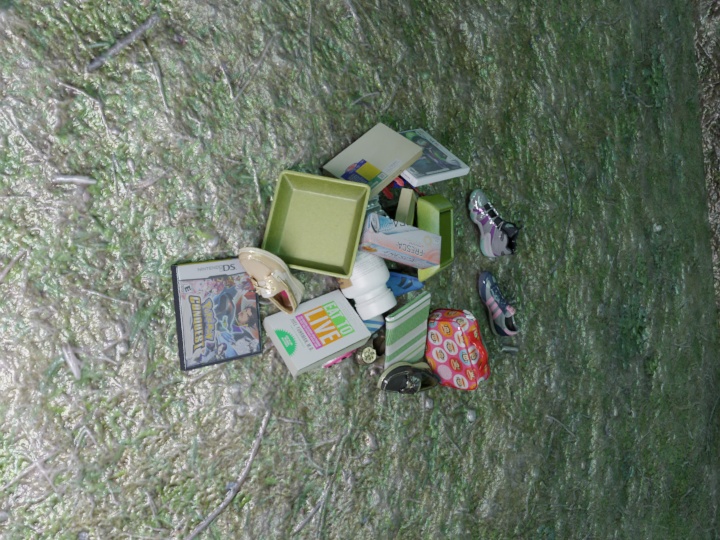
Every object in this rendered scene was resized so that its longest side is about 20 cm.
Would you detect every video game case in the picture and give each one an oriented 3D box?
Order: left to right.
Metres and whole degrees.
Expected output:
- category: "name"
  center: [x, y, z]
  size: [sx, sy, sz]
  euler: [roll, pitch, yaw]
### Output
- category: "video game case"
  center: [-0.277, 0.080, 1.387]
  size: [0.179, 0.025, 0.203]
  euler: [-8, 96, -43]
- category: "video game case"
  center: [0.137, -0.273, 1.686]
  size: [0.199, 0.182, 0.024]
  euler: [-18, 142, -41]

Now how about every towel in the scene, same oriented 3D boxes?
- category: "towel"
  center: [0.108, 0.160, 1.693]
  size: [0.152, 0.023, 0.202]
  euler: [-31, 137, -36]

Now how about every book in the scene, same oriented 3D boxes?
- category: "book"
  center: [-0.093, 0.129, 1.504]
  size: [0.199, 0.048, 0.134]
  euler: [-21, 68, -37]

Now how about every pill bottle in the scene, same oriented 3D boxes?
- category: "pill bottle"
  center: [0.000, 0.000, 1.558]
  size: [0.114, 0.114, 0.202]
  euler: [-28, 95, -39]

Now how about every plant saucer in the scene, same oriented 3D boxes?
- category: "plant saucer"
  center: [-0.091, -0.093, 1.472]
  size: [0.048, 0.197, 0.202]
  euler: [62, 40, -76]
- category: "plant saucer"
  center: [0.191, -0.084, 1.743]
  size: [0.200, 0.047, 0.203]
  euler: [-22, 112, -66]

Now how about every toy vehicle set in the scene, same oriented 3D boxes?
- category: "toy vehicle set"
  center: [0.114, -0.100, 1.680]
  size: [0.200, 0.026, 0.126]
  euler: [49, 53, -70]

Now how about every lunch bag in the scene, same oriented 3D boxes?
- category: "lunch bag"
  center: [0.242, 0.197, 1.769]
  size: [0.082, 0.175, 0.202]
  euler: [-29, 110, -38]

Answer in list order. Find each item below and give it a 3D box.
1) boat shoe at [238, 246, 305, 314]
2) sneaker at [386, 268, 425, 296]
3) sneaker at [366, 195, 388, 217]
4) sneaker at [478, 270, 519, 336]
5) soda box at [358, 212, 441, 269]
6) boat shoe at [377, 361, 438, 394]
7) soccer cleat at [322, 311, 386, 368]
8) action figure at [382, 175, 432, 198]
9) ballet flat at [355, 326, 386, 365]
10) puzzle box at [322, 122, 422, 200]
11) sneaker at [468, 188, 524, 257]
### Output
- category: "boat shoe"
  center: [-0.177, 0.024, 1.416]
  size: [0.200, 0.073, 0.070]
  euler: [45, 48, -46]
- category: "sneaker"
  center: [0.074, 0.037, 1.694]
  size: [0.198, 0.066, 0.080]
  euler: [8, 97, -43]
- category: "sneaker"
  center: [0.015, -0.156, 1.633]
  size: [0.074, 0.081, 0.203]
  euler: [-13, 81, -11]
- category: "sneaker"
  center: [0.391, 0.091, 1.971]
  size: [0.070, 0.081, 0.202]
  euler: [-37, 114, -36]
- category: "soda box"
  center: [0.082, -0.061, 1.523]
  size: [0.198, 0.063, 0.069]
  euler: [16, 70, -34]
- category: "boat shoe"
  center: [0.121, 0.264, 1.708]
  size: [0.200, 0.066, 0.072]
  euler: [2, 117, -52]
- category: "soccer cleat"
  center: [-0.028, 0.143, 1.602]
  size: [0.199, 0.070, 0.087]
  euler: [-33, 92, -37]
- category: "action figure"
  center: [0.128, -0.205, 1.695]
  size: [0.099, 0.065, 0.200]
  euler: [44, 31, -1]
- category: "ballet flat"
  center: [0.063, 0.162, 1.689]
  size: [0.199, 0.046, 0.068]
  euler: [-33, 114, -38]
- category: "puzzle box"
  center: [0.028, -0.245, 1.592]
  size: [0.200, 0.133, 0.026]
  euler: [-41, 154, -26]
- category: "sneaker"
  center: [0.379, -0.131, 1.918]
  size: [0.078, 0.139, 0.202]
  euler: [-38, 115, -35]
